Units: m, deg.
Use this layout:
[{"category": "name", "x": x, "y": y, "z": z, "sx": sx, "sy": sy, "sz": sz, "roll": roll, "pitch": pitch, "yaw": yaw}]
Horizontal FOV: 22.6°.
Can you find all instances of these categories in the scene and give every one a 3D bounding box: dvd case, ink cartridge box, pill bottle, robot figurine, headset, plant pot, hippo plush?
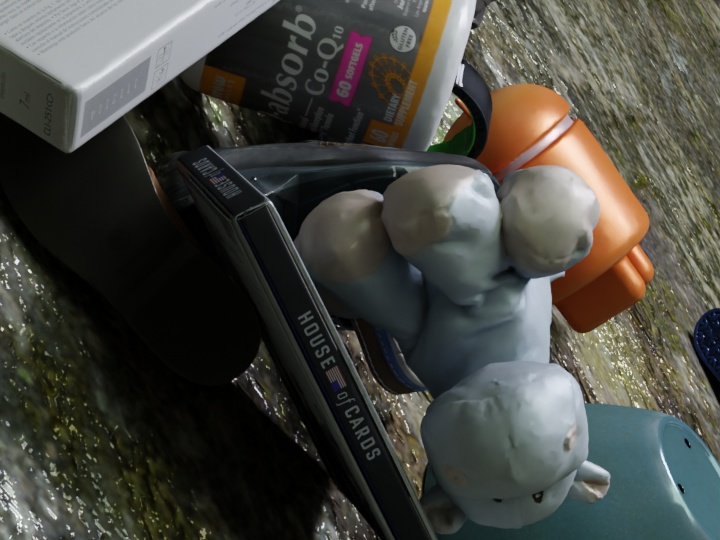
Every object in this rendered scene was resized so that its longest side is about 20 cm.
[{"category": "dvd case", "x": -0.028, "y": 0.041, "z": 0.899, "sx": 0.201, "sy": 0.025, "sz": 0.150, "roll": 65, "pitch": -9, "yaw": -19}, {"category": "ink cartridge box", "x": -0.151, "y": -0.163, "z": 0.921, "sx": 0.175, "sy": 0.045, "sz": 0.200, "roll": 33, "pitch": 45, "yaw": 15}, {"category": "pill bottle", "x": -0.041, "y": -0.146, "z": 1.049, "sx": 0.198, "sy": 0.117, "sz": 0.117, "roll": 18, "pitch": 32, "yaw": -4}, {"category": "robot figurine", "x": 0.136, "y": -0.054, "z": 1.341, "sx": 0.144, "sy": 0.116, "sz": 0.201, "roll": -39, "pitch": 96, "yaw": -25}, {"category": "headset", "x": -0.009, "y": -0.111, "z": 1.164, "sx": 0.199, "sy": 0.123, "sz": 0.095, "roll": 28, "pitch": 54, "yaw": -21}, {"category": "plant pot", "x": 0.152, "y": 0.160, "z": 1.088, "sx": 0.200, "sy": 0.134, "sz": 0.201, "roll": 41, "pitch": 29, "yaw": -29}, {"category": "hippo plush", "x": 0.045, "y": 0.050, "z": 0.915, "sx": 0.200, "sy": 0.158, "sz": 0.162, "roll": 91, "pitch": -5, "yaw": -74}]

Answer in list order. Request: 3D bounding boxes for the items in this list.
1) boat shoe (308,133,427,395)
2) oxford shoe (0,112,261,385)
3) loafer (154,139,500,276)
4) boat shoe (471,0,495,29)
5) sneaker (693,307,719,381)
[{"category": "boat shoe", "x": 0.000, "y": 0.000, "z": 1.078, "sx": 0.072, "sy": 0.072, "sz": 0.201, "roll": 32, "pitch": 33, "yaw": -40}, {"category": "oxford shoe", "x": -0.125, "y": -0.023, "z": 0.913, "sx": 0.201, "sy": 0.071, "sz": 0.071, "roll": 54, "pitch": -5, "yaw": 2}, {"category": "loafer", "x": -0.020, "y": -0.048, "z": 1.004, "sx": 0.198, "sy": 0.073, "sz": 0.073, "roll": -2, "pitch": 41, "yaw": -17}, {"category": "boat shoe", "x": 0.102, "y": -0.278, "z": 1.618, "sx": 0.067, "sy": 0.057, "sz": 0.201, "roll": 44, "pitch": 27, "yaw": -24}, {"category": "sneaker", "x": 0.369, "y": 0.122, "z": 1.604, "sx": 0.078, "sy": 0.070, "sz": 0.201, "roll": 15, "pitch": 45, "yaw": -46}]
